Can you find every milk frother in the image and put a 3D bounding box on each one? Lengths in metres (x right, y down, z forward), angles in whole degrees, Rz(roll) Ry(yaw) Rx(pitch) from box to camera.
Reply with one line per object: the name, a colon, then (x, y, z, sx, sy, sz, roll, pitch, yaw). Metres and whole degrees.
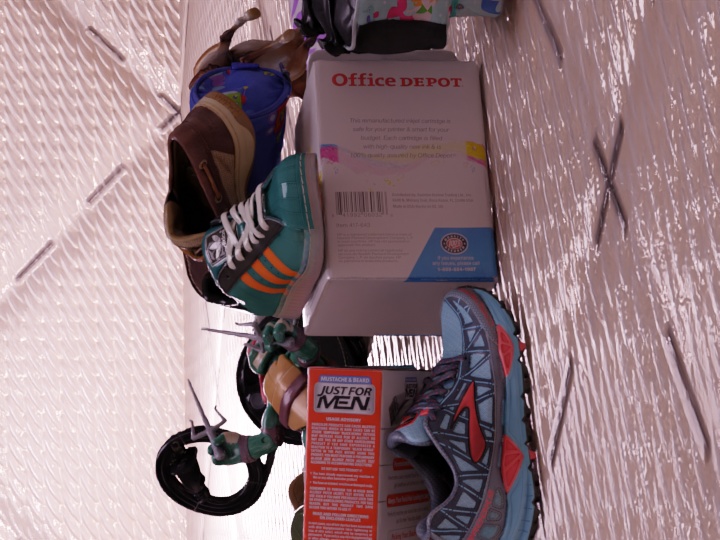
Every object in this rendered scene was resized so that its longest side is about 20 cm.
milk frother: (-0.083, 0.112, 1.923, 0.188, 0.198, 0.182, -80, -18, -80)

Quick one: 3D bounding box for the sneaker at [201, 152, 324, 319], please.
sneaker: (-0.072, -0.019, 1.544, 0.200, 0.079, 0.072, 109, 158, -60)

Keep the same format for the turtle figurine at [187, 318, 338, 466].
turtle figurine: (-0.054, 0.100, 1.665, 0.200, 0.100, 0.151, 42, 133, 37)

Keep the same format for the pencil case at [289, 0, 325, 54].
pencil case: (-0.024, -0.252, 1.998, 0.086, 0.083, 0.201, -46, 42, 41)

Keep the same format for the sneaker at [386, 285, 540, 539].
sneaker: (0.065, 0.099, 1.462, 0.079, 0.095, 0.201, 116, 151, -58)

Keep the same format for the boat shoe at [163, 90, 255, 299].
boat shoe: (-0.123, -0.043, 1.625, 0.072, 0.072, 0.201, 35, 143, 22)

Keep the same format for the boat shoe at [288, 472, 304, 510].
boat shoe: (-0.018, 0.266, 1.993, 0.200, 0.072, 0.072, -117, 3, -56)

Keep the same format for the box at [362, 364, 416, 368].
box: (0.023, 0.187, 1.819, 0.082, 0.049, 0.201, -112, 24, -62)

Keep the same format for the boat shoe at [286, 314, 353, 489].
boat shoe: (-0.020, 0.111, 1.755, 0.062, 0.072, 0.201, -43, 51, 54)

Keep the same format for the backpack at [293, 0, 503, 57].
backpack: (0.027, -0.265, 1.516, 0.178, 0.149, 0.202, -128, 32, -69)

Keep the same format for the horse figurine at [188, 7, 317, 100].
horse figurine: (-0.080, -0.175, 1.775, 0.132, 0.199, 0.050, -39, 79, 40)

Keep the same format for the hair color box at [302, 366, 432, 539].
hair color box: (0.006, 0.169, 1.514, 0.111, 0.063, 0.202, 8, -95, -68)

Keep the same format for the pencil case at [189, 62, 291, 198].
pencil case: (-0.091, -0.075, 1.697, 0.087, 0.077, 0.201, -77, -10, -47)

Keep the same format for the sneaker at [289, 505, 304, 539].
sneaker: (-0.020, 0.251, 1.753, 0.200, 0.089, 0.068, 30, 126, 49)

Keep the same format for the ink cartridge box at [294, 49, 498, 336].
ink cartridge box: (0.022, -0.065, 1.610, 0.125, 0.128, 0.201, 114, 155, -67)
